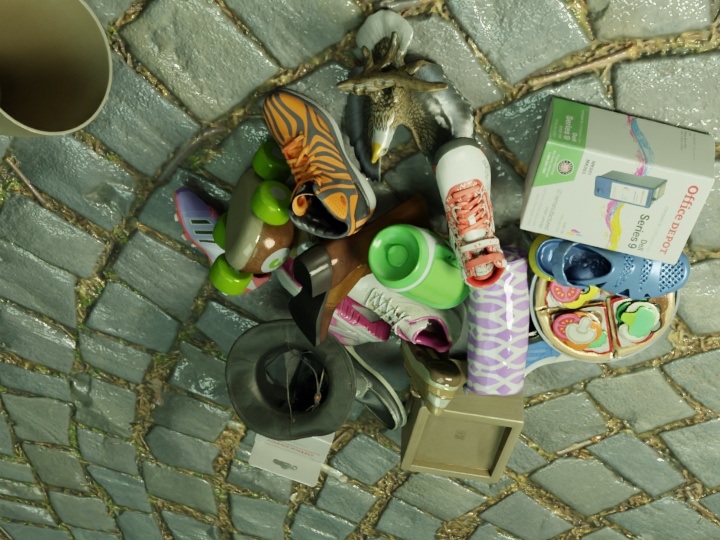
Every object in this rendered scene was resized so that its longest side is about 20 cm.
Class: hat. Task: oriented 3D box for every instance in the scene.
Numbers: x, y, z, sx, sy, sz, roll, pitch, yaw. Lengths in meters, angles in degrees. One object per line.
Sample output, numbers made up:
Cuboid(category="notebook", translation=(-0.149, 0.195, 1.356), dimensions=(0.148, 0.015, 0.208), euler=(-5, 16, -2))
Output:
Cuboid(category="hat", translation=(-0.094, 0.148, 1.631), dimensions=(0.198, 0.081, 0.203), euler=(4, 107, 13))

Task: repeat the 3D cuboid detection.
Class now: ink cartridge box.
Cuboid(category="ink cartridge box", translation=(0.303, -0.104, 1.331), dimensions=(0.198, 0.088, 0.146), euler=(13, 137, 1))
Cuboid(category="ink cartridge box", translation=(-0.088, 0.213, 1.706), dimensions=(0.115, 0.201, 0.068), euler=(19, 141, -3))

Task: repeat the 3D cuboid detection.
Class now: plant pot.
Cuboid(category="plant pot", translation=(-0.438, -0.242, 1.373), dimensions=(0.199, 0.188, 0.188), euler=(-7, 135, 44))

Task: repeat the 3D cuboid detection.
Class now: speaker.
Cuboid(category="speaker", translation=(0.081, -0.003, 1.446), dimensions=(0.087, 0.090, 0.200), euler=(-6, 167, 23))

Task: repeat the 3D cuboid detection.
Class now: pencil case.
Cuboid(category="pencil case", translation=(0.182, 0.068, 1.488), dimensions=(0.083, 0.086, 0.203), euler=(3, 106, 2))

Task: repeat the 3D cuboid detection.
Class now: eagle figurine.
Cuboid(category="eagle figurine", translation=(0.041, -0.188, 1.321), dimensions=(0.152, 0.151, 0.200), euler=(48, -178, 22))

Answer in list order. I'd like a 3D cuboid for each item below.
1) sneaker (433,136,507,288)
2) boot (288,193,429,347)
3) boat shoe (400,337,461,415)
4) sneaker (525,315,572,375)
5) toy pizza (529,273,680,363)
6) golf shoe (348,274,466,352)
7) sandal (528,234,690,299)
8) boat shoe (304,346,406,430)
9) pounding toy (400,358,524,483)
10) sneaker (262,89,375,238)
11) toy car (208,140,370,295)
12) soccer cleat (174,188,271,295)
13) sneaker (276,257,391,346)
Cuboid(category="sneaker", translation=(0.137, -0.062, 1.349), dimensions=(0.066, 0.109, 0.202), euler=(-16, 145, -2))
Cuboid(category="boot", translation=(0.000, 0.000, 1.496), dimensions=(0.068, 0.199, 0.190), euler=(43, 149, 34))
Cuboid(category="boat shoe", translation=(0.089, 0.143, 1.581), dimensions=(0.071, 0.200, 0.077), euler=(13, 105, -8))
Cuboid(category="sneaker", translation=(0.219, 0.096, 1.576), dimensions=(0.198, 0.077, 0.111), euler=(-22, 130, 31))
Cuboid(category="toy pizza", translation=(0.320, 0.038, 1.465), dimensions=(0.197, 0.032, 0.202), euler=(0, 116, 1))
Cuboid(category="golf shoe", translation=(0.055, 0.048, 1.564), dimensions=(0.198, 0.092, 0.076), euler=(21, 127, -5))
Cuboid(category="sandal", translation=(0.308, -0.003, 1.386), dimensions=(0.197, 0.087, 0.081), euler=(3, 95, 7))
Cuboid(category="boat shoe", translation=(-0.014, 0.169, 1.680), dimensions=(0.200, 0.068, 0.072), euler=(45, 145, 8))
Cuboid(category="pounding toy", translation=(0.134, 0.224, 1.719), dimensions=(0.182, 0.143, 0.201), euler=(9, 135, -4))
Cuboid(category="sneaker", translation=(-0.063, -0.127, 1.372), dimensions=(0.077, 0.112, 0.201), euler=(-36, 95, 35))
Cuboid(category="toy car", translation=(-0.077, -0.045, 1.483), dimensions=(0.198, 0.159, 0.165), euler=(20, 129, -21))
Cuboid(category="soccer cleat", translation=(-0.196, -0.046, 1.578), dimensions=(0.076, 0.067, 0.201), euler=(-19, 129, 11))
Cuboid(category="sneaker", translation=(-0.052, 0.053, 1.616), dimensions=(0.200, 0.082, 0.088), euler=(40, 132, -23))
